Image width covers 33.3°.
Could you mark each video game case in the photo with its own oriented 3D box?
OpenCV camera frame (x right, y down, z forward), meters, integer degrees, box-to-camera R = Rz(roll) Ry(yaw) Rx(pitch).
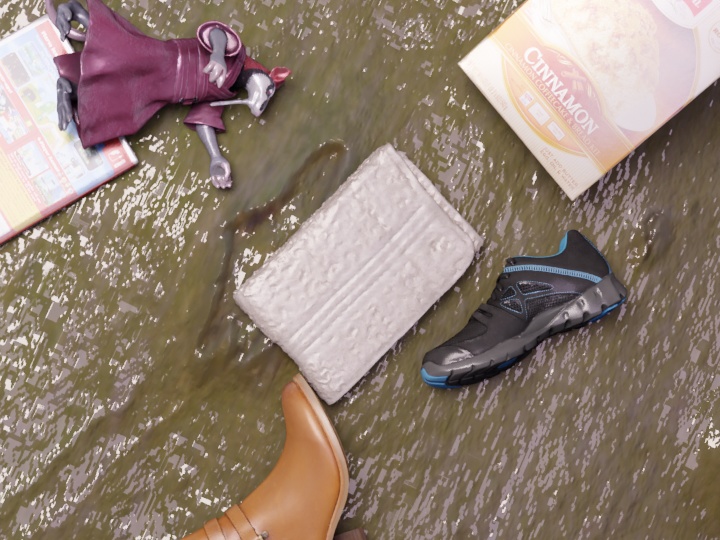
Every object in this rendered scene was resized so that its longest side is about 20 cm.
[{"bbox_3d":[-0.304,-0.100,0.992,0.199,0.017,0.144,-31,95,-9],"label":"video game case"}]

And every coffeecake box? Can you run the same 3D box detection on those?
[{"bbox_3d":[0.208,-0.185,1.017,0.200,0.073,0.154,-41,89,16],"label":"coffeecake box"}]

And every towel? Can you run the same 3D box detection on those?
[{"bbox_3d":[0.000,0.000,1.042,0.200,0.034,0.133,-44,96,-7],"label":"towel"}]

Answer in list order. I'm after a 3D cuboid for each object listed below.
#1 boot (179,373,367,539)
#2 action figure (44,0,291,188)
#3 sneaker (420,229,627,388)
[{"bbox_3d":[-0.080,0.200,1.008,0.153,0.074,0.202,-16,90,-6],"label":"boot"},{"bbox_3d":[-0.155,-0.161,0.994,0.198,0.135,0.150,-5,51,-29],"label":"action figure"},{"bbox_3d":[0.132,0.037,1.057,0.198,0.073,0.083,-26,78,-15],"label":"sneaker"}]
